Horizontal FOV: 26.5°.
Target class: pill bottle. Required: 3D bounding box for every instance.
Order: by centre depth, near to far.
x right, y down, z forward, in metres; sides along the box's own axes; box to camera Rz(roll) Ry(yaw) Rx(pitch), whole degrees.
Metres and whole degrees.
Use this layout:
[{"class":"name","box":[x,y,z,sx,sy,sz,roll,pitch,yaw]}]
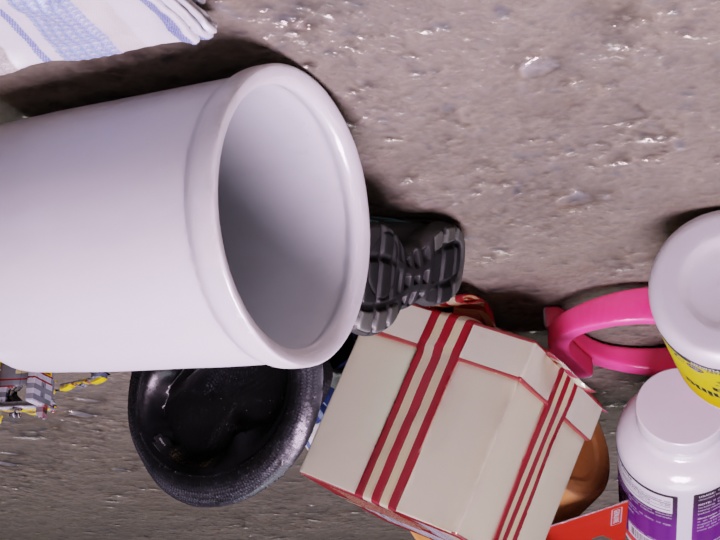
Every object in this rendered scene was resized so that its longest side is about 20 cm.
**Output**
[{"class":"pill bottle","box":[0.278,0.040,1.108,0.112,0.113,0.200,-4,160,19]},{"class":"pill bottle","box":[0.285,0.173,1.359,0.112,0.113,0.200,-1,143,10]}]

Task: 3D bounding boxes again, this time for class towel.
[{"class":"towel","box":[-0.191,-0.142,0.783,0.199,0.024,0.147,-5,159,23]}]

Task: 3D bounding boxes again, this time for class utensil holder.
[{"class":"utensil holder","box":[-0.119,-0.023,0.903,0.199,0.171,0.170,-6,159,30]}]

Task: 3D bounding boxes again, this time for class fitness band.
[{"class":"fitness band","box":[0.234,0.057,1.282,0.143,0.038,0.200,-5,161,21]}]

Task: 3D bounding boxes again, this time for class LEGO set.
[{"class":"LEGO set","box":[-0.313,0.091,1.330,0.199,0.116,0.154,-1,161,11]}]

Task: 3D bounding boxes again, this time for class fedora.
[{"class":"fedora","box":[-0.094,0.099,1.248,0.200,0.202,0.091,-10,169,32]}]

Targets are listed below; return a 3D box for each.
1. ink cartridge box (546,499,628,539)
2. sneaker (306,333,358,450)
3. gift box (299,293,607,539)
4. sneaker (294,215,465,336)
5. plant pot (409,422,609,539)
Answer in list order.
[{"class":"ink cartridge box","box":[0.169,0.290,1.409,0.173,0.044,0.200,-16,150,-1]},{"class":"sneaker","box":[-0.013,0.104,1.327,0.199,0.081,0.115,42,138,-21]},{"class":"gift box","box":[0.095,0.132,1.258,0.199,0.188,0.185,16,167,29]},{"class":"sneaker","box":[0.000,0.000,1.040,0.079,0.076,0.200,10,-174,27]},{"class":"plant pot","box":[0.140,0.178,1.441,0.200,0.201,0.140,20,138,-42]}]
